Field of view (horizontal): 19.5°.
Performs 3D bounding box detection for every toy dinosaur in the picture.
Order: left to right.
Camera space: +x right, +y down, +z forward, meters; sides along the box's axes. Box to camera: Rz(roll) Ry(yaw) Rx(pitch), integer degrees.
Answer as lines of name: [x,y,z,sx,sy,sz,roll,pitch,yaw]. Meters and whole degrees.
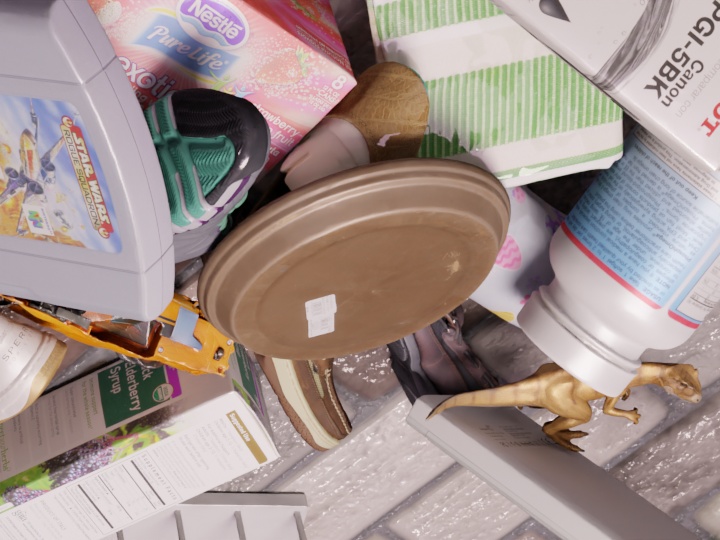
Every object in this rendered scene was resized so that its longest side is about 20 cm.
toy dinosaur: [0.127,0.080,1.409,0.199,0.061,0.106,-8,156,-11]

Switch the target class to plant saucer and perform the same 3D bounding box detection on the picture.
plant saucer: [0.000,0.000,1.262,0.199,0.030,0.200,-15,153,-8]

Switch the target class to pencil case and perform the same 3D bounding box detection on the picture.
pencil case: [0.104,-0.014,1.389,0.199,0.083,0.091,29,100,-35]

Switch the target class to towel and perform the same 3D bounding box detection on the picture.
towel: [0.077,-0.147,1.247,0.151,0.023,0.201,-12,106,-4]

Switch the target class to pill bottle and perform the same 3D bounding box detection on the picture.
pill bottle: [0.189,-0.024,1.311,0.108,0.109,0.200,29,104,-34]

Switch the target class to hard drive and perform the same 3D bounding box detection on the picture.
hard drive: [0.138,0.147,1.405,0.132,0.200,0.026,7,116,-60]

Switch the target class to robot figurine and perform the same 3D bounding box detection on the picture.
robot figurine: [-0.181,0.011,1.311,0.199,0.145,0.059,25,82,-28]

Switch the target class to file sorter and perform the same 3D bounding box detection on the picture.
file sorter: [-0.138,0.254,1.528,0.199,0.125,0.139,3,130,-19]

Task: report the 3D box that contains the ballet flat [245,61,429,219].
ballet flat: [-0.031,-0.044,1.252,0.072,0.068,0.200,-25,163,-48]

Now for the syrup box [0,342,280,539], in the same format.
syrup box: [-0.163,0.118,1.430,0.199,0.079,0.082,-25,132,7]

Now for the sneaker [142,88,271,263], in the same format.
sneaker: [-0.094,-0.050,1.191,0.087,0.075,0.200,-3,164,-39]

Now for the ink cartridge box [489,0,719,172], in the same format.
ink cartridge box: [0.164,-0.174,1.185,0.200,0.083,0.147,37,96,-7]

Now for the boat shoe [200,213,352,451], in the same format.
boat shoe: [-0.037,0.041,1.404,0.074,0.075,0.203,-27,132,0]

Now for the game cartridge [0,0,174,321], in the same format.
game cartridge: [-0.170,-0.063,1.130,0.042,0.133,0.201,-45,133,-39]

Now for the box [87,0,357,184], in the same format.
box: [-0.109,-0.151,1.192,0.200,0.103,0.095,32,117,-35]

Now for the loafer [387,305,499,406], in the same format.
loafer: [0.047,0.040,1.440,0.063,0.072,0.200,-34,140,-9]

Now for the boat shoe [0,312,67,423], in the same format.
boat shoe: [-0.265,0.071,1.349,0.069,0.071,0.200,40,137,-18]
